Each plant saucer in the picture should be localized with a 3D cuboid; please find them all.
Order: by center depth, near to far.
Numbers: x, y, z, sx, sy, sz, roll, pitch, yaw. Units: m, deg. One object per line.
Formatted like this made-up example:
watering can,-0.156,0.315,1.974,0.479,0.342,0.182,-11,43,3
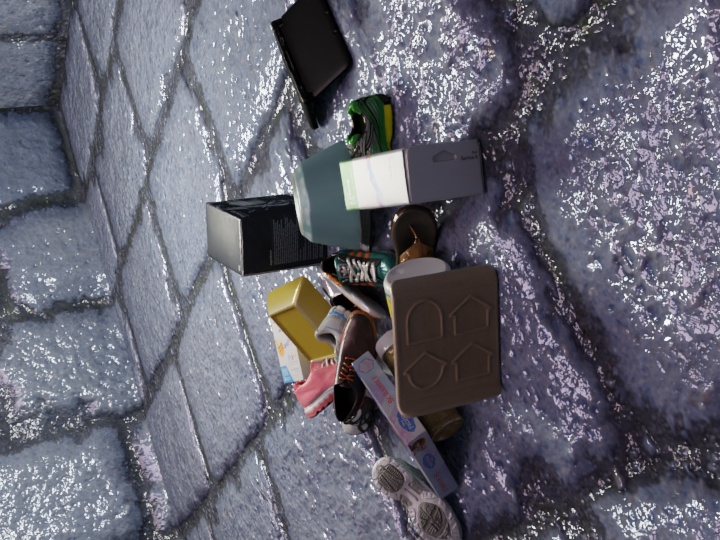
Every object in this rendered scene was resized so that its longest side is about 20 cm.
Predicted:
plant saucer,-0.103,0.117,1.765,0.201,0.048,0.199,50,151,-9

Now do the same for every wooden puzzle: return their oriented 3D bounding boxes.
wooden puzzle,0.126,0.103,1.309,0.046,0.182,0.205,11,108,64

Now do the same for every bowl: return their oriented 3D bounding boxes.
bowl,-0.067,-0.131,1.599,0.201,0.103,0.205,170,90,-83

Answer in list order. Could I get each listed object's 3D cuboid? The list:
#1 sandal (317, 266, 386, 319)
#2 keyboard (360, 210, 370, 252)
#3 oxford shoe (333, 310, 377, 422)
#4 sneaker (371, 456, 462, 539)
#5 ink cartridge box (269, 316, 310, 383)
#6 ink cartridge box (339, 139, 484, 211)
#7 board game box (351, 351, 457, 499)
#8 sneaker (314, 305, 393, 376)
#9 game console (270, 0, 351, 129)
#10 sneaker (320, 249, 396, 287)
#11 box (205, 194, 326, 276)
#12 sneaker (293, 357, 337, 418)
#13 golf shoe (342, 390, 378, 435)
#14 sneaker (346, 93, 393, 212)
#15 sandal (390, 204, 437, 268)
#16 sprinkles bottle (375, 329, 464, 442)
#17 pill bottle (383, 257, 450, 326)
sandal,-0.030,0.056,1.669,0.206,0.078,0.060,40,103,48
keyboard,0.003,-0.136,1.630,0.056,0.010,0.204,32,126,53
oxford shoe,-0.011,0.173,1.537,0.073,0.070,0.204,-52,-31,-72
sneaker,0.114,0.404,1.550,0.078,0.099,0.200,-47,74,14
ink cartridge box,-0.143,0.140,1.921,0.115,0.067,0.204,-23,79,60
ink cartridge box,0.078,-0.147,1.355,0.199,0.143,0.090,-2,98,61
board game box,0.076,0.266,1.488,0.200,0.041,0.201,51,173,45
sneaker,-0.002,0.152,1.604,0.198,0.087,0.076,31,143,24
game console,-0.089,-0.414,1.703,0.176,0.114,0.203,72,177,-69
sneaker,0.000,0.000,1.603,0.199,0.079,0.073,8,108,56
box,-0.201,-0.079,1.826,0.199,0.193,0.127,23,119,55
sneaker,-0.056,0.200,1.688,0.200,0.074,0.087,-43,84,17
golf shoe,-0.017,0.271,1.712,0.079,0.093,0.201,62,148,26
sneaker,0.012,-0.203,1.519,0.078,0.084,0.205,7,106,59
sandal,0.087,-0.019,1.439,0.055,0.080,0.203,-113,25,-50
sprinkles bottle,0.100,0.193,1.492,0.201,0.067,0.069,57,144,30
pill bottle,0.108,0.093,1.393,0.112,0.111,0.204,25,134,56
